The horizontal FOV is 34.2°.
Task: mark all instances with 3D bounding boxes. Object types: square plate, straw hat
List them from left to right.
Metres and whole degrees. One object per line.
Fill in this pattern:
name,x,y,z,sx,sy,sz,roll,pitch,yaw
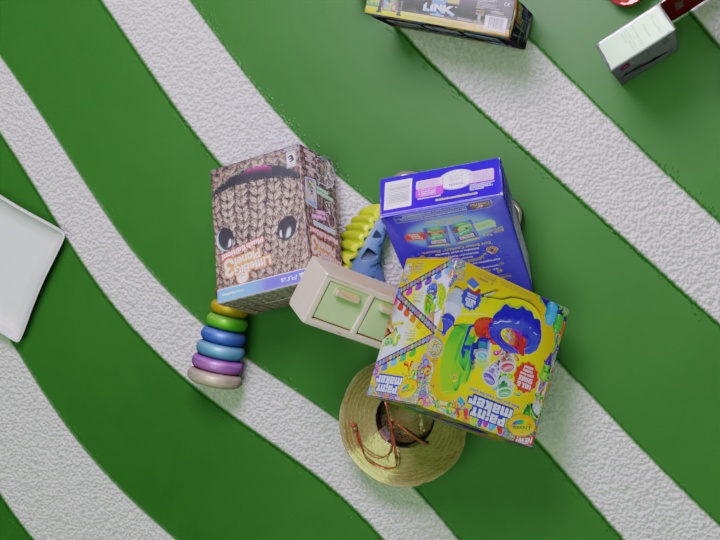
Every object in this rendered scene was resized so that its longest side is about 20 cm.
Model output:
square plate,-0.584,-0.019,1.878,0.197,0.028,0.201,29,101,11
straw hat,0.070,0.206,1.690,0.199,0.085,0.203,6,107,21

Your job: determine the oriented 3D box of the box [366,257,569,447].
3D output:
box,0.142,0.107,1.542,0.199,0.122,0.194,22,79,-29

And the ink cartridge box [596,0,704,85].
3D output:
ink cartridge box,0.393,-0.310,1.500,0.173,0.200,0.044,-31,85,16

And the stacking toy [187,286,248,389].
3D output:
stacking toy,-0.202,0.072,1.762,0.085,0.085,0.202,12,92,14

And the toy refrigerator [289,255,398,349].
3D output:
toy refrigerator,0.012,0.056,1.581,0.199,0.070,0.076,22,103,-29

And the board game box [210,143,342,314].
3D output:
board game box,-0.120,-0.056,1.671,0.158,0.097,0.202,-14,72,27

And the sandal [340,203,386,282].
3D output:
sandal,0.000,0.000,1.707,0.086,0.079,0.201,23,96,-20

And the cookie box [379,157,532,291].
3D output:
cookie box,0.132,-0.046,1.600,0.169,0.076,0.201,-9,137,15

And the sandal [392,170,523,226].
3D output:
sandal,0.131,-0.086,1.662,0.199,0.057,0.081,15,99,8

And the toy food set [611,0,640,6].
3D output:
toy food set,0.367,-0.461,1.574,0.199,0.049,0.199,30,102,10

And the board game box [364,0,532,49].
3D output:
board game box,0.123,-0.350,1.588,0.198,0.165,0.057,13,99,13
